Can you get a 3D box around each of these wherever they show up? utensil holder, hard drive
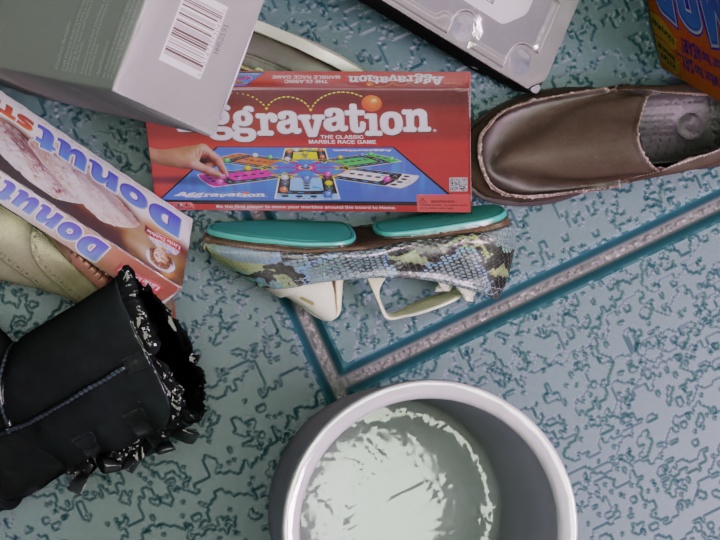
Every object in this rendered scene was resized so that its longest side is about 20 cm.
[{"bbox_3d":[0.030,0.150,1.501,0.169,0.200,0.171,0,87,-6],"label":"utensil holder"},{"bbox_3d":[0.060,-0.213,1.552,0.200,0.038,0.140,28,83,-36],"label":"hard drive"}]

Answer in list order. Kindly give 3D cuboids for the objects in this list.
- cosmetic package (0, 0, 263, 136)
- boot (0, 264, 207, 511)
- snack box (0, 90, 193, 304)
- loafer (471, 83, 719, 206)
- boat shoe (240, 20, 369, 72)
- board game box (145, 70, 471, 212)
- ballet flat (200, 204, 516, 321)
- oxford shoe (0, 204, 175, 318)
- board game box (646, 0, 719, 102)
[{"bbox_3d":[-0.158,-0.152,1.491,0.090,0.200,0.107,23,87,-40],"label":"cosmetic package"},{"bbox_3d":[-0.197,0.045,1.516,0.162,0.073,0.199,-25,99,18],"label":"boot"},{"bbox_3d":[-0.190,-0.056,1.519,0.200,0.072,0.024,34,122,-22],"label":"snack box"},{"bbox_3d":[0.160,-0.089,1.588,0.199,0.071,0.073,-13,89,-6],"label":"loafer"},{"bbox_3d":[-0.067,-0.126,1.566,0.201,0.072,0.060,25,85,2],"label":"boat shoe"},{"bbox_3d":[-0.031,-0.079,1.543,0.199,0.103,0.019,0,44,4],"label":"board game box"},{"bbox_3d":[0.000,0.000,1.573,0.199,0.074,0.075,-3,88,-3],"label":"ballet flat"},{"bbox_3d":[-0.204,-0.018,1.560,0.200,0.071,0.074,41,116,-8],"label":"oxford shoe"},{"bbox_3d":[0.285,-0.225,1.518,0.199,0.200,0.201,-16,107,-6],"label":"board game box"}]
